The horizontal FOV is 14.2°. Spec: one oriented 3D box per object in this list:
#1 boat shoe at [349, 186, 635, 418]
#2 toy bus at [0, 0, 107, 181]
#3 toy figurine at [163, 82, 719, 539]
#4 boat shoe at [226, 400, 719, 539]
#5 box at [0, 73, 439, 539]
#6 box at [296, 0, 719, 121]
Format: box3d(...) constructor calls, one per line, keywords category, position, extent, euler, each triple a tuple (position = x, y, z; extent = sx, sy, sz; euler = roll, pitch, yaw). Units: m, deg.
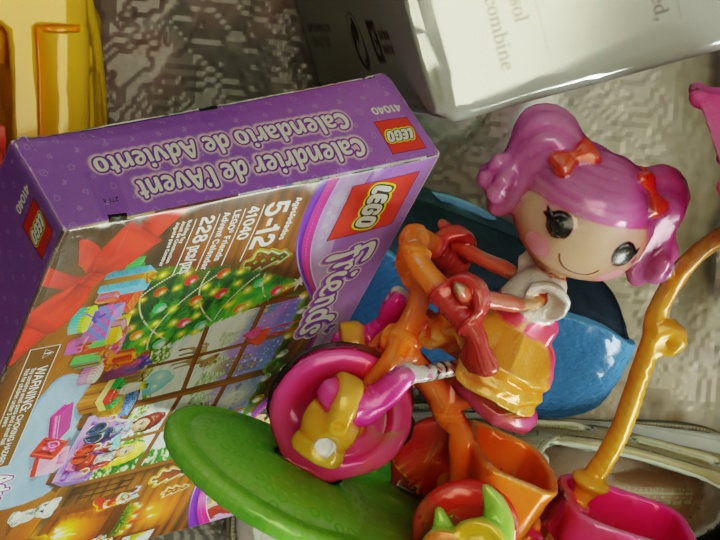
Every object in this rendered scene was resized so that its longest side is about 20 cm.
box3d(category="boat shoe", position=(0.000, 0.000, 1.039), extent=(0.200, 0.069, 0.084), euler=(25, 121, -22))
box3d(category="toy bus", position=(-0.177, -0.045, 0.942), extent=(0.200, 0.192, 0.136), euler=(0, 94, -9))
box3d(category="toy figurine", position=(0.066, 0.019, 0.917), extent=(0.200, 0.150, 0.184), euler=(26, 104, -12))
box3d(category="boat shoe", position=(0.053, 0.084, 1.051), extent=(0.200, 0.068, 0.075), euler=(-6, 94, -10))
box3d(category="box", position=(-0.071, 0.024, 0.936), extent=(0.137, 0.200, 0.039), euler=(-14, 58, -33))
box3d(category="box", position=(0.061, -0.166, 0.976), extent=(0.171, 0.199, 0.200), euler=(-16, 97, -10))
